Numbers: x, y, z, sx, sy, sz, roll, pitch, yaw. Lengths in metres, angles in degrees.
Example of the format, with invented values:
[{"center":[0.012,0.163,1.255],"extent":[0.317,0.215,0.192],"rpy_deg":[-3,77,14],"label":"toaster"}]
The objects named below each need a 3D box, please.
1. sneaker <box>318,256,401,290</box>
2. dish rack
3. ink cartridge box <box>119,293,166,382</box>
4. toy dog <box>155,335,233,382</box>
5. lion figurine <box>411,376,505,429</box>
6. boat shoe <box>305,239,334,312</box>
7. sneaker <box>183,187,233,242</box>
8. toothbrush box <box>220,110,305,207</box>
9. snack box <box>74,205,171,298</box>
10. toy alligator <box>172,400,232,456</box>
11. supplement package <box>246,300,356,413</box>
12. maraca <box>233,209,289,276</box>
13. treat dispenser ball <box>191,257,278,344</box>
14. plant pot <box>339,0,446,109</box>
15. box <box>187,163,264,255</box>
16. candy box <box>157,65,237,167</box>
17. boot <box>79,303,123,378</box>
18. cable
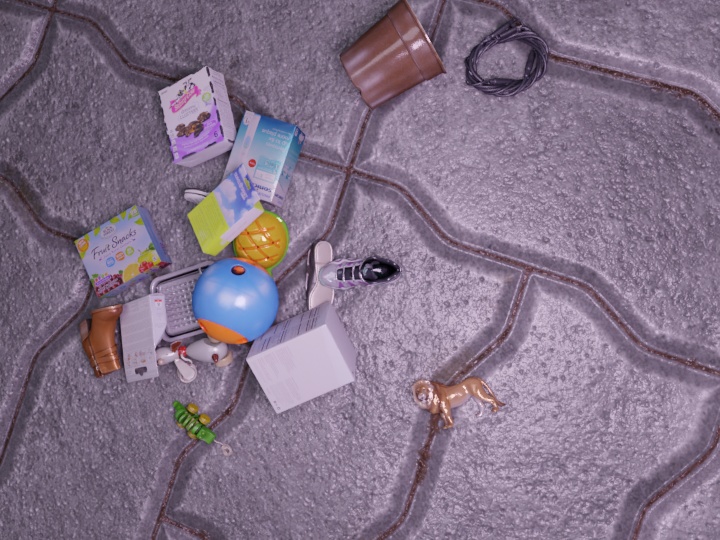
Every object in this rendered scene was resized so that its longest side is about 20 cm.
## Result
[{"center":[0.000,0.000,1.371],"extent":[0.198,0.140,0.078],"rpy_deg":[-7,86,-3],"label":"sneaker"},{"center":[-0.429,0.080,1.513],"extent":[0.198,0.044,0.173],"rpy_deg":[-17,84,9],"label":"dish rack"},{"center":[-0.539,0.170,1.485],"extent":[0.161,0.050,0.202],"rpy_deg":[-16,81,40],"label":"ink cartridge box"},{"center":[-0.406,0.212,1.448],"extent":[0.199,0.096,0.132],"rpy_deg":[-30,111,9],"label":"toy dog"},{"center":[0.225,0.290,1.370],"extent":[0.198,0.073,0.123],"rpy_deg":[-17,75,-5],"label":"lion figurine"},{"center":[-0.102,0.026,1.457],"extent":[0.066,0.057,0.202],"rpy_deg":[4,90,-25],"label":"boat shoe"},{"center":[-0.371,-0.134,1.501],"extent":[0.199,0.076,0.116],"rpy_deg":[18,88,9],"label":"sneaker"},{"center":[-0.243,-0.277,1.483],"extent":[0.145,0.085,0.201],"rpy_deg":[20,91,12],"label":"toothbrush box"},{"center":[-0.620,-0.047,1.546],"extent":[0.199,0.068,0.170],"rpy_deg":[-27,82,7],"label":"snack box"},{"center":[-0.403,0.397,1.479],"extent":[0.200,0.054,0.059],"rpy_deg":[39,94,11],"label":"toy alligator"},{"center":[-0.131,0.198,1.373],"extent":[0.199,0.151,0.153],"rpy_deg":[-24,106,8],"label":"supplement package"},{"center":[-0.251,-0.054,1.461],"extent":[0.136,0.107,0.201],"rpy_deg":[20,110,-4],"label":"maraca"},{"center":[-0.291,0.071,1.381],"extent":[0.199,0.201,0.203],"rpy_deg":[-1,86,11],"label":"treat dispenser ball"},{"center":[0.070,-0.497,1.395],"extent":[0.197,0.200,0.201],"rpy_deg":[-31,81,15],"label":"plant pot"},{"center":[-0.317,-0.145,1.415],"extent":[0.200,0.048,0.122],"rpy_deg":[-38,64,18],"label":"box"},{"center":[-0.414,-0.389,1.513],"extent":[0.167,0.071,0.202],"rpy_deg":[-18,82,23],"label":"candy box"},{"center":[-0.646,0.179,1.504],"extent":[0.199,0.076,0.156],"rpy_deg":[-28,78,31],"label":"boot"},{"center":[0.344,-0.492,1.412],"extent":[0.199,0.051,0.164],"rpy_deg":[-35,85,4],"label":"cable"}]
